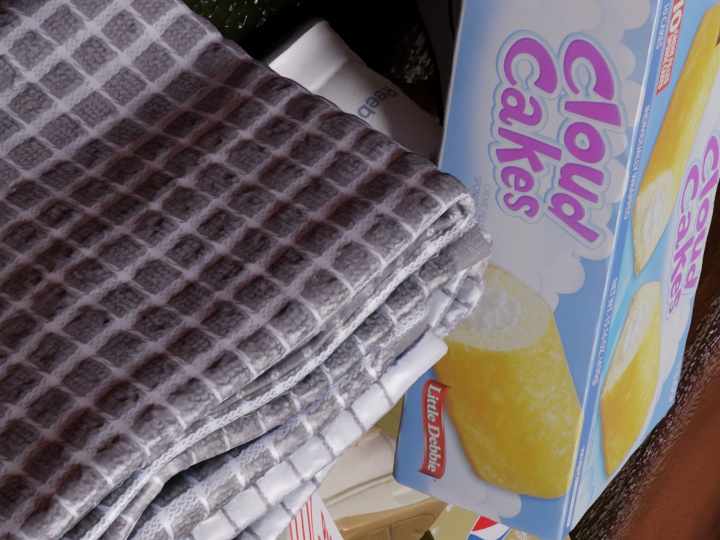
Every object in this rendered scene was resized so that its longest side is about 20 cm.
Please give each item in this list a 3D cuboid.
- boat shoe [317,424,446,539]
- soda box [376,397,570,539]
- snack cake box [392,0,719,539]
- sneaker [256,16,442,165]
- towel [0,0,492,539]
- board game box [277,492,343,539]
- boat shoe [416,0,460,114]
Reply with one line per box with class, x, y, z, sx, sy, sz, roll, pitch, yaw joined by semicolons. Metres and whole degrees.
boat shoe;-0.052;0.092;0.897;0.199;0.069;0.074;-6;143;-52
soda box;0.042;0.103;1.071;0.064;0.068;0.200;-48;154;-12
snack cake box;0.074;-0.026;0.795;0.115;0.067;0.201;-39;142;-53
sneaker;0.000;0.000;0.856;0.075;0.087;0.200;-46;154;-21
towel;-0.080;0.010;0.644;0.200;0.165;0.086;-43;144;-25
board game box;-0.102;0.113;0.727;0.199;0.047;0.152;-11;151;6
boat shoe;0.076;-0.076;0.918;0.072;0.066;0.200;-48;153;-15
